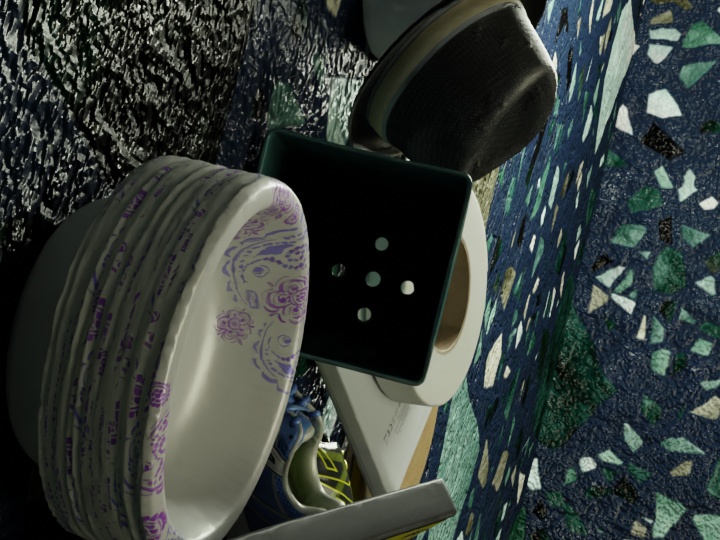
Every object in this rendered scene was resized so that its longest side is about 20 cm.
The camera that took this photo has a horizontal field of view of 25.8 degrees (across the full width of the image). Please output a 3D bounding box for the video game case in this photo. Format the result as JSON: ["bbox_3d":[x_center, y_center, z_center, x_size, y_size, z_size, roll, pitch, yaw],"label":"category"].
[{"bbox_3d":[-0.067,0.176,0.879,0.199,0.180,0.026,-4,65,-54],"label":"video game case"}]

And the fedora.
[{"bbox_3d":[0.086,-0.133,1.232,0.200,0.092,0.201,-31,158,-14],"label":"fedora"}]

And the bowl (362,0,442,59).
[{"bbox_3d":[0.074,-0.259,1.261,0.201,0.090,0.203,14,90,-75],"label":"bowl"}]

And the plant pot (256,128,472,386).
[{"bbox_3d":[0.000,0.000,1.121,0.200,0.140,0.142,43,61,-82],"label":"plant pot"}]

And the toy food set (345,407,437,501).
[{"bbox_3d":[0.031,0.161,1.540,0.198,0.048,0.202,-42,142,-65],"label":"toy food set"}]

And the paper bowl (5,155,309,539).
[{"bbox_3d":[-0.107,0.041,0.808,0.201,0.104,0.202,13,90,-76],"label":"paper bowl"}]

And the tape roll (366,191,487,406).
[{"bbox_3d":[0.062,0.018,1.381,0.202,0.037,0.205,6,90,-65],"label":"tape roll"}]

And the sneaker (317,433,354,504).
[{"bbox_3d":[-0.026,0.170,1.161,0.200,0.074,0.085,52,48,-38],"label":"sneaker"}]

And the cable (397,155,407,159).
[{"bbox_3d":[0.054,-0.128,1.369,0.200,0.050,0.098,-61,163,-48],"label":"cable"}]

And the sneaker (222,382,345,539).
[{"bbox_3d":[-0.064,0.080,0.970,0.076,0.077,0.201,-38,113,-62],"label":"sneaker"}]

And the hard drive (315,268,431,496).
[{"bbox_3d":[0.015,0.088,1.370,0.201,0.026,0.132,69,34,-41],"label":"hard drive"}]
